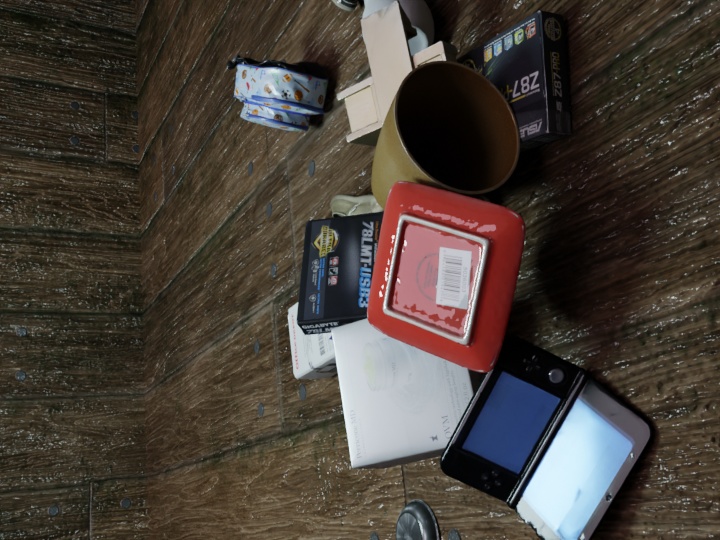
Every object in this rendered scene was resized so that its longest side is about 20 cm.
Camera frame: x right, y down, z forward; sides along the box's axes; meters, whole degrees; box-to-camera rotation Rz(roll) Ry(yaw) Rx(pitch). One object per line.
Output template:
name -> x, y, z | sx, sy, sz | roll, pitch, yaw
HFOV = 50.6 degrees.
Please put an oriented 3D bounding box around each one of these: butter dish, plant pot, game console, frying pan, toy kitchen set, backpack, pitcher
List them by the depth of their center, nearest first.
game console -> 0.214, 0.213, 0.915 | 0.203, 0.173, 0.117 | -63, 7, 12
butter dish -> 0.128, 0.000, 0.976 | 0.197, 0.147, 0.204 | 19, 107, 33
plant pot -> 0.093, -0.156, 1.064 | 0.200, 0.182, 0.191 | 140, 127, -63
toy kitchen set -> 0.085, -0.306, 1.194 | 0.197, 0.179, 0.167 | -16, 84, 35
frying pan -> 0.078, 0.467, 1.258 | 0.115, 0.030, 0.193 | 55, 131, 49
pitcher -> 0.056, -0.410, 1.308 | 0.174, 0.118, 0.202 | 92, 169, -45
backpack -> -0.165, -0.378, 1.622 | 0.189, 0.197, 0.158 | 11, 102, 53

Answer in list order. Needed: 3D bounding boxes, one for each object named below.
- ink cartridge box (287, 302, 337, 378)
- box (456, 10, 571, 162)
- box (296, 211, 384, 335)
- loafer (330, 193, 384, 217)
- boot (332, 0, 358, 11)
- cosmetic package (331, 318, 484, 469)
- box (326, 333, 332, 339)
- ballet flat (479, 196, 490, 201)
ink cartridge box -> -0.060, 0.115, 1.477 | 0.199, 0.083, 0.149 | -36, 56, 54
box -> 0.206, -0.246, 1.070 | 0.199, 0.048, 0.165 | -10, 82, 60
box -> 0.000, 0.000, 1.244 | 0.050, 0.194, 0.203 | 61, -152, -53
loafer -> 0.002, -0.102, 1.395 | 0.199, 0.075, 0.069 | 2, 83, 61
boot -> -0.012, -0.627, 1.479 | 0.150, 0.072, 0.204 | -36, 51, 54
cosmetic package -> 0.079, 0.164, 1.089 | 0.197, 0.123, 0.204 | -18, 70, 22
box -> -0.031, 0.025, 1.331 | 0.119, 0.041, 0.203 | -49, 43, 36
ballet flat -> 0.157, -0.101, 1.137 | 0.067, 0.066, 0.202 | -40, 48, 24
